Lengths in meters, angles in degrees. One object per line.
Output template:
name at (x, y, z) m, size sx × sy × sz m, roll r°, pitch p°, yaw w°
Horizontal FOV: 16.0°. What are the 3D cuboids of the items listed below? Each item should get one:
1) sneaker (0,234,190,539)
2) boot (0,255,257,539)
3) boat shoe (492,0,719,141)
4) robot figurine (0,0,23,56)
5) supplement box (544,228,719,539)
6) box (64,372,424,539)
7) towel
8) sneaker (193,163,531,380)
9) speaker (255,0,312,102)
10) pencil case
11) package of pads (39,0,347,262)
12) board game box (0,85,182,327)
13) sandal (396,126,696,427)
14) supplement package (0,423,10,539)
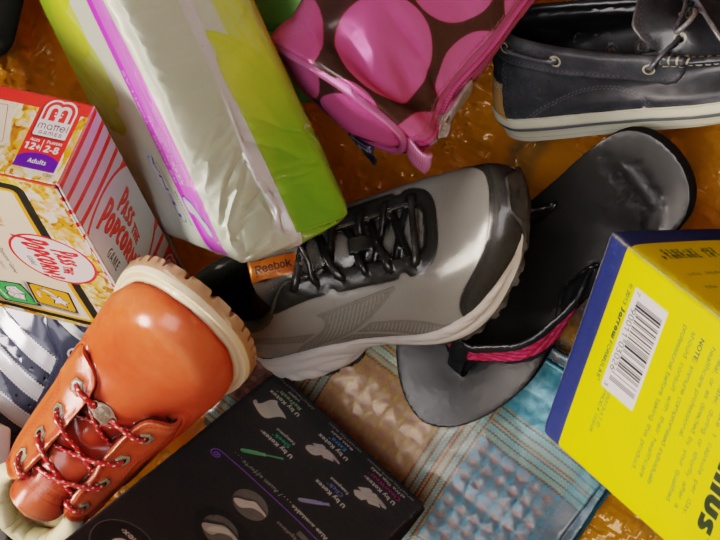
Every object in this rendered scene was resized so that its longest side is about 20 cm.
sneaker at (-0.149, 0.049, 1.326) m, size 0.108 × 0.070 × 0.201 m, roll 6°, pitch 98°, yaw 20°
boot at (-0.115, 0.068, 1.186) m, size 0.075 × 0.107 × 0.200 m, roll 39°, pitch 149°, yaw 0°
boat shoe at (0.150, -0.107, 1.193) m, size 0.199 × 0.075 × 0.062 m, roll -6°, pitch 117°, yaw 25°
robot figurine at (-0.231, -0.167, 1.295) m, size 0.150 × 0.125 × 0.201 m, roll 18°, pitch 105°, yaw -1°
supplement box at (0.193, 0.075, 1.135) m, size 0.200 × 0.109 × 0.110 m, roll 42°, pitch 124°, yaw 45°
box at (-0.078, 0.156, 1.237) m, size 0.106 × 0.200 × 0.122 m, roll 42°, pitch 126°, yaw 8°
towel at (0.031, 0.077, 1.294) m, size 0.200 × 0.022 × 0.147 m, roll 34°, pitch 107°, yaw 11°
sneaker at (0.000, 0.000, 1.208) m, size 0.200 × 0.079 × 0.074 m, roll -24°, pitch 58°, yaw 39°
speaker at (-0.028, -0.184, 1.240) m, size 0.088 × 0.088 × 0.201 m, roll -2°, pitch 98°, yaw 19°
pencil case at (0.049, -0.146, 1.184) m, size 0.094 × 0.091 × 0.200 m, roll 35°, pitch 82°, yaw 15°
package of pads at (-0.092, -0.106, 1.186) m, size 0.068 × 0.154 × 0.201 m, roll -27°, pitch 104°, yaw -14°
board game box at (-0.200, -0.039, 1.227) m, size 0.199 × 0.152 × 0.046 m, roll 13°, pitch 64°, yaw 20°
sandal at (0.077, 0.005, 1.217) m, size 0.075 × 0.045 × 0.200 m, roll 48°, pitch 124°, yaw 6°
supplement package at (-0.277, 0.117, 1.309) m, size 0.200 × 0.117 × 0.117 m, roll 16°, pitch 107°, yaw 53°
